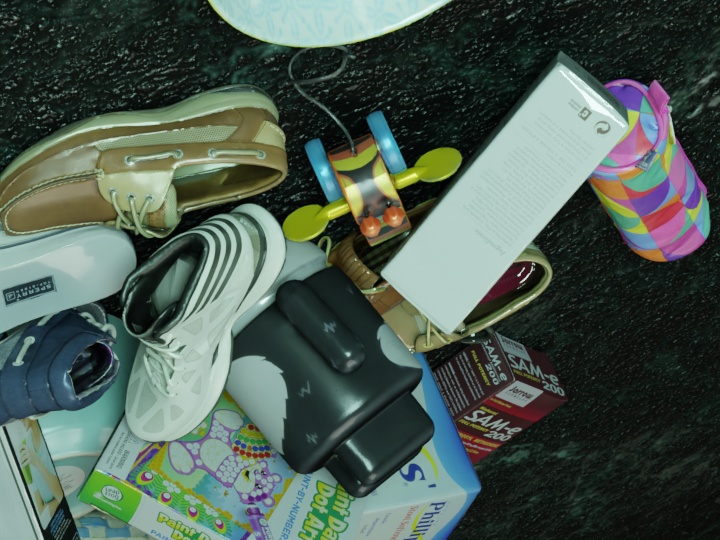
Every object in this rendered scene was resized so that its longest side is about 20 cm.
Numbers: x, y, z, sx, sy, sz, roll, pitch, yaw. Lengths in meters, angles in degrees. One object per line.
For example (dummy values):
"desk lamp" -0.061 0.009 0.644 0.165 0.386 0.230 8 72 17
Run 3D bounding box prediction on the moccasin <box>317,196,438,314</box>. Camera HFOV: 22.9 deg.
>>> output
"moccasin" 0.000 0.001 1.392 0.201 0.074 0.078 -22 142 3

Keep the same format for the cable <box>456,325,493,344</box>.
"cable" 0.050 0.025 1.512 0.200 0.050 0.097 -1 144 -16

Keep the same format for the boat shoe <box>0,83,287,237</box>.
"boat shoe" -0.142 -0.062 1.180 0.200 0.074 0.076 -20 150 -8

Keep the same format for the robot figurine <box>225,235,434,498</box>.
"robot figurine" -0.037 0.068 1.293 0.150 0.200 0.125 -45 170 30

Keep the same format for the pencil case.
"pencil case" 0.227 -0.077 1.418 0.088 0.088 0.200 -28 152 8

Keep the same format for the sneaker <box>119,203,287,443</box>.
"sneaker" -0.137 0.043 1.207 0.115 0.076 0.201 -14 139 -54

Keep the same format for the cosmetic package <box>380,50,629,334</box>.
"cosmetic package" 0.105 -0.058 1.285 0.200 0.074 0.102 -49 -178 14

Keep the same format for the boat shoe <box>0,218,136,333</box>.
"boat shoe" -0.256 -0.002 1.208 0.200 0.066 0.072 -18 128 -16

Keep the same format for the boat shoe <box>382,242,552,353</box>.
"boat shoe" 0.064 0.025 1.441 0.200 0.066 0.074 -28 114 -12

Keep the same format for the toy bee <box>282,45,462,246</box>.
"toy bee" -0.002 -0.058 1.257 0.131 0.109 0.200 -34 149 21

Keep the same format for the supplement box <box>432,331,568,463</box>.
"supplement box" 0.086 0.144 1.700 0.200 0.061 0.109 -37 148 21

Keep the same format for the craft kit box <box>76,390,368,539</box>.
"craft kit box" -0.088 0.143 1.349 0.197 0.200 0.049 31 129 -7

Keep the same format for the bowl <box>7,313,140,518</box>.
"bowl" -0.250 0.129 1.387 0.201 0.105 0.201 -19 151 -11

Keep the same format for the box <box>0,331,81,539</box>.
"box" -0.289 0.140 1.279 0.116 0.060 0.200 -9 112 13

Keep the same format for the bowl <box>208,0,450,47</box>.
"bowl" -0.012 -0.227 0.969 0.200 0.108 0.200 -18 150 -11

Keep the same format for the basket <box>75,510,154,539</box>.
"basket" -0.247 0.313 1.587 0.139 0.200 0.176 -13 164 43

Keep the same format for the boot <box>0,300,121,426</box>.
"boot" -0.199 0.060 1.244 0.090 0.073 0.200 -8 -164 18

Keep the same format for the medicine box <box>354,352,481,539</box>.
"medicine box" -0.030 0.148 1.495 0.200 0.182 0.103 -8 148 -27
